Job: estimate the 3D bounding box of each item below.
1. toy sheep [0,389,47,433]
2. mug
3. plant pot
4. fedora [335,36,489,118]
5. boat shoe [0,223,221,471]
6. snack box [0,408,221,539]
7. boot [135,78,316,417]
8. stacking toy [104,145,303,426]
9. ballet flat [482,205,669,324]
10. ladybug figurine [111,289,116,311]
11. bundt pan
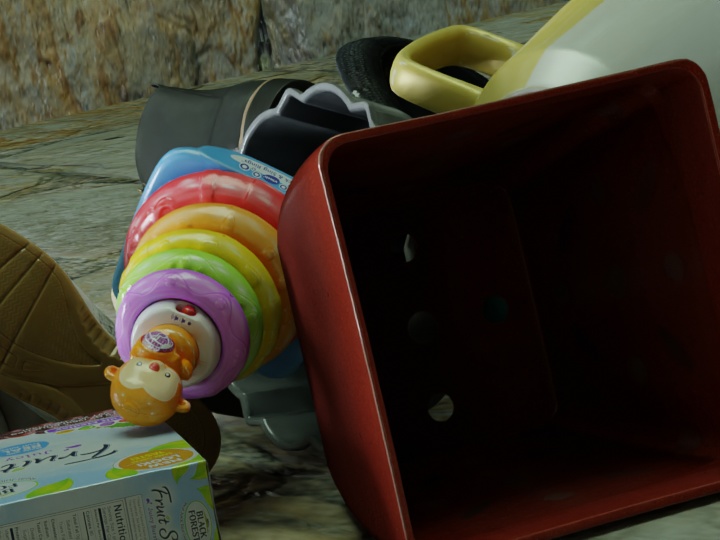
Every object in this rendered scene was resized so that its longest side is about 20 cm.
[{"bbox_3d":[-0.235,0.065,1.635,0.138,0.138,0.200,0,41,45],"label":"toy sheep"},{"bbox_3d":[0.121,-0.076,1.633,0.186,0.150,0.153,-13,10,33],"label":"mug"},{"bbox_3d":[0.062,0.023,1.417,0.200,0.200,0.176,-13,1,-20],"label":"plant pot"},{"bbox_3d":[0.050,-0.048,1.733,0.200,0.092,0.201,28,25,-14],"label":"fedora"},{"bbox_3d":[-0.162,0.047,1.574,0.071,0.200,0.069,-48,4,-8],"label":"boat shoe"},{"bbox_3d":[-0.178,0.125,1.392,0.200,0.068,0.169,-13,10,-12],"label":"snack box"},{"bbox_3d":[-0.093,-0.017,1.756,0.077,0.200,0.138,24,-11,-42],"label":"boot"},{"bbox_3d":[-0.086,0.025,1.480,0.116,0.110,0.200,26,26,3],"label":"stacking toy"},{"bbox_3d":[0.129,-0.003,1.534,0.070,0.067,0.200,-25,-4,-33],"label":"ballet flat"},{"bbox_3d":[-0.075,0.027,1.844,0.136,0.072,0.200,-15,10,-33],"label":"ladybug figurine"},{"bbox_3d":[0.000,0.000,1.602,0.076,0.202,0.202,3,1,-34],"label":"bundt pan"}]
